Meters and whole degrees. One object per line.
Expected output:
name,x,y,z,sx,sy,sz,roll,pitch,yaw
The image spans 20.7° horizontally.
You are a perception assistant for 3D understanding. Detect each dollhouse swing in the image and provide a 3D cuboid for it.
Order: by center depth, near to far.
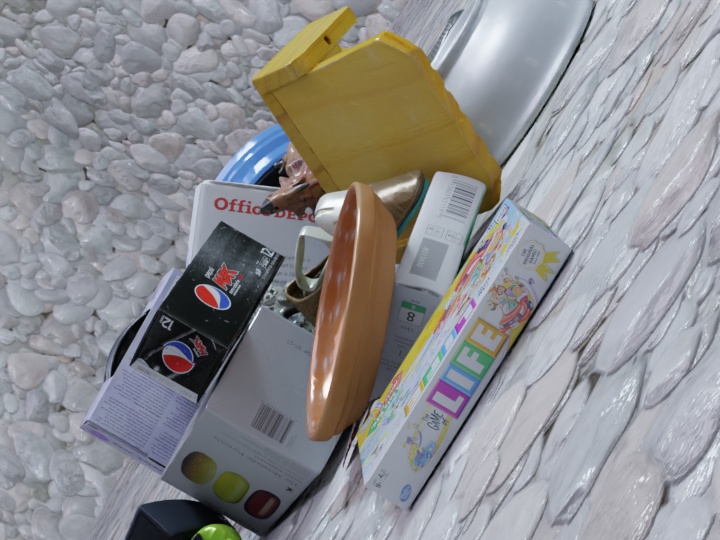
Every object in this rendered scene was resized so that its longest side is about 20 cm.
dollhouse swing,0.042,-0.134,1.681,0.175,0.200,0.182,-26,16,34

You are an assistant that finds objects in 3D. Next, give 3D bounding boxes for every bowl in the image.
bowl,0.116,-0.180,1.760,0.202,0.090,0.201,-58,7,11
bowl,-0.078,-0.060,2.034,0.200,0.039,0.201,-30,-39,-28

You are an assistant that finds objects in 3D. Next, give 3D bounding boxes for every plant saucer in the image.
plant saucer,-0.006,0.033,1.512,0.200,0.037,0.201,-171,90,-83

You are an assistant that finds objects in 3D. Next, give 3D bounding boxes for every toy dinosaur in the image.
toy dinosaur,-0.022,-0.114,1.818,0.201,0.086,0.136,-66,7,-17

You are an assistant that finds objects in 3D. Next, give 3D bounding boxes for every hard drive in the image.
hard drive,-0.169,0.271,1.743,0.135,0.042,0.200,-67,-17,-1

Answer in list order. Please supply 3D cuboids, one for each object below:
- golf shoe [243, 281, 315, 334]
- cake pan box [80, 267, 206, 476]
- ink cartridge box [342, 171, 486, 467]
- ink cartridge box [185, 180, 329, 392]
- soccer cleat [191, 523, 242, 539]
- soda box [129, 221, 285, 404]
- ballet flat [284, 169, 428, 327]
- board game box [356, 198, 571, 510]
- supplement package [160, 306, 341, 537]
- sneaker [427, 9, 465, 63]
golf shoe,-0.026,0.068,1.781,0.078,0.097,0.200,-48,28,-14
cake pan box,-0.157,0.122,1.972,0.185,0.200,0.052,-64,10,-21
ink cartridge box,0.042,0.044,1.579,0.161,0.050,0.201,-67,-8,-52
ink cartridge box,-0.098,0.023,1.907,0.086,0.146,0.201,160,117,-81
soccer cleat,-0.148,0.313,1.679,0.201,0.067,0.081,-65,-16,-13
soda box,-0.130,0.032,1.693,0.063,0.071,0.200,-60,1,25
ballet flat,-0.013,-0.023,1.637,0.200,0.072,0.068,-57,8,48
board game box,0.066,0.052,1.320,0.200,0.034,0.134,-58,7,6
supplement package,-0.085,0.136,1.718,0.110,0.113,0.200,-62,3,-28
sneaker,0.059,-0.154,1.877,0.090,0.066,0.201,15,89,40
